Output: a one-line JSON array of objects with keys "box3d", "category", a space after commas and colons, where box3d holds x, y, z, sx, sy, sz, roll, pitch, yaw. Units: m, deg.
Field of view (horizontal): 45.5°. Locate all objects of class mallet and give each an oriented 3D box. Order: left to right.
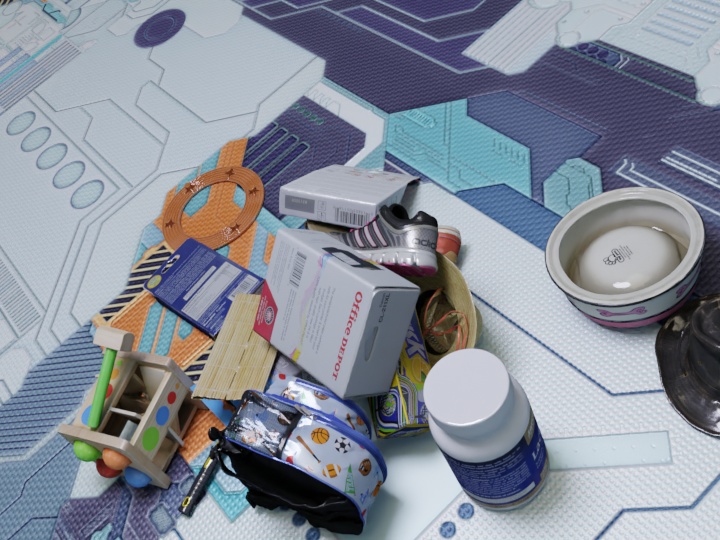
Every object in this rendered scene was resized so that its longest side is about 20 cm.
[{"box3d": [-0.202, 0.240, 1.194, 0.066, 0.041, 0.201, 22, 69, 34], "category": "mallet"}]

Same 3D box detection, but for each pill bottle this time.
[{"box3d": [0.142, 0.180, 0.971, 0.115, 0.200, 0.116, -12, 50, 15], "category": "pill bottle"}]

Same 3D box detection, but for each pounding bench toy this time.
[{"box3d": [-0.330, 0.190, 1.178, 0.123, 0.200, 0.157, 6, 56, 28], "category": "pounding bench toy"}]

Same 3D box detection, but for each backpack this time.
[{"box3d": [-0.061, 0.230, 1.047, 0.190, 0.200, 0.155, 24, 66, 23], "category": "backpack"}]

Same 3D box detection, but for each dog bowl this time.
[{"box3d": [0.344, -0.012, 1.108, 0.199, 0.074, 0.201, -17, 44, 16], "category": "dog bowl"}]

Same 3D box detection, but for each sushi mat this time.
[{"box3d": [-0.154, 0.101, 1.165, 0.095, 0.012, 0.201, 3, 42, 12], "category": "sushi mat"}]

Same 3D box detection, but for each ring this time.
[{"box3d": [-0.263, -0.113, 1.514, 0.199, 0.019, 0.202, -12, 51, 15], "category": "ring"}]

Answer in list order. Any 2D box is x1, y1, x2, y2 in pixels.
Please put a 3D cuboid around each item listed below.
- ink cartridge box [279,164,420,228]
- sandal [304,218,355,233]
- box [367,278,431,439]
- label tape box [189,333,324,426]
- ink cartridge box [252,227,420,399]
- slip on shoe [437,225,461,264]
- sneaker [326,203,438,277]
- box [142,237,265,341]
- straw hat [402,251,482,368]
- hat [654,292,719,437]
[{"box3d": [-0.012, -0.118, 1.338, 0.159, 0.048, 0.200, 11, 20, 20], "category": "ink cartridge box"}, {"box3d": [-0.054, -0.069, 1.361, 0.077, 0.070, 0.212, 4, 28, -10], "category": "sandal"}, {"box3d": [0.042, 0.110, 1.106, 0.064, 0.070, 0.201, -35, 60, 41], "category": "box"}, {"box3d": [-0.123, 0.127, 1.190, 0.199, 0.064, 0.144, -31, 44, -27], "category": "label tape box"}, {"box3d": [-0.035, 0.050, 1.076, 0.200, 0.082, 0.147, 31, 110, 43], "category": "ink cartridge box"}, {"box3d": [0.051, -0.023, 1.268, 0.198, 0.074, 0.062, -5, 60, 18], "category": "slip on shoe"}, {"box3d": [0.030, -0.045, 1.139, 0.199, 0.074, 0.088, 6, 76, 47], "category": "sneaker"}, {"box3d": [-0.251, 0.028, 1.386, 0.199, 0.032, 0.121, 28, 68, 36], "category": "box"}, {"box3d": [0.113, 0.070, 1.144, 0.200, 0.085, 0.203, -6, 82, 54], "category": "straw hat"}, {"box3d": [0.435, 0.088, 0.993, 0.199, 0.081, 0.202, -12, 50, 14], "category": "hat"}]
